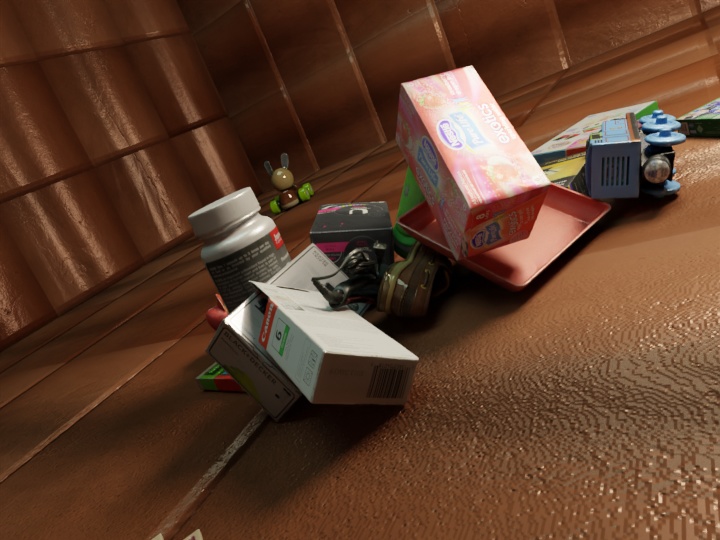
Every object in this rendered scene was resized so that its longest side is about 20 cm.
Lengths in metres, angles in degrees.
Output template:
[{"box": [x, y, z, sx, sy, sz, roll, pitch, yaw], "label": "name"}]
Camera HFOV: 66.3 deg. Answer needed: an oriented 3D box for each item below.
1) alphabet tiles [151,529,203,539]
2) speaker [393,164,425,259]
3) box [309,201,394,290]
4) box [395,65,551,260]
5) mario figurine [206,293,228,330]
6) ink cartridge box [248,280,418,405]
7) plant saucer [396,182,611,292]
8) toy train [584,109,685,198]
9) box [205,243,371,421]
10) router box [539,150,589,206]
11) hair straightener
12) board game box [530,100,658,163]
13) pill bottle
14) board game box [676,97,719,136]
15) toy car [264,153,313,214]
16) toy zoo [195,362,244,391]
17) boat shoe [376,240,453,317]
[{"box": [-0.196, 0.276, 0.395, 0.197, 0.008, 0.166, -32, 17, -19], "label": "alphabet tiles"}, {"box": [0.102, -0.118, 0.818, 0.085, 0.205, 0.089, 9, 29, -5], "label": "speaker"}, {"box": [-0.010, -0.035, 0.855, 0.118, 0.110, 0.201, -4, 17, 0], "label": "box"}, {"box": [0.121, -0.130, 0.647, 0.100, 0.096, 0.204, -15, 59, -9], "label": "box"}, {"box": [-0.160, 0.036, 0.895, 0.195, 0.126, 0.107, -21, 39, -3], "label": "mario figurine"}, {"box": [-0.041, 0.069, 0.564, 0.106, 0.052, 0.199, 11, 10, -34], "label": "ink cartridge box"}, {"box": [0.178, -0.058, 0.701, 0.198, 0.038, 0.198, -33, 45, -29], "label": "plant saucer"}, {"box": [0.356, -0.157, 0.727, 0.111, 0.089, 0.200, 3, 27, 22], "label": "toy train"}, {"box": [-0.077, 0.064, 0.658, 0.060, 0.116, 0.200, -48, 1, 36], "label": "box"}, {"box": [0.252, -0.111, 0.845, 0.196, 0.053, 0.157, -11, 21, 42], "label": "router box"}, {"box": [0.000, 0.000, 0.643, 0.040, 0.079, 0.199, 20, 8, 25], "label": "hair straightener"}, {"box": [0.424, -0.240, 1.012, 0.197, 0.041, 0.152, -32, 17, -21], "label": "board game box"}, {"box": [-0.151, -0.003, 0.769, 0.111, 0.205, 0.114, -21, 15, 6], "label": "pill bottle"}, {"box": [0.569, -0.230, 0.776, 0.131, 0.030, 0.200, -25, 16, 0], "label": "board game box"}, {"box": [-0.306, -0.358, 2.216, 0.160, 0.205, 0.158, -20, 16, 12], "label": "toy car"}, {"box": [-0.126, 0.119, 0.759, 0.196, 0.021, 0.131, -10, 21, 44], "label": "toy zoo"}, {"box": [0.087, 0.008, 0.718, 0.066, 0.074, 0.200, 19, 28, 19], "label": "boat shoe"}]
